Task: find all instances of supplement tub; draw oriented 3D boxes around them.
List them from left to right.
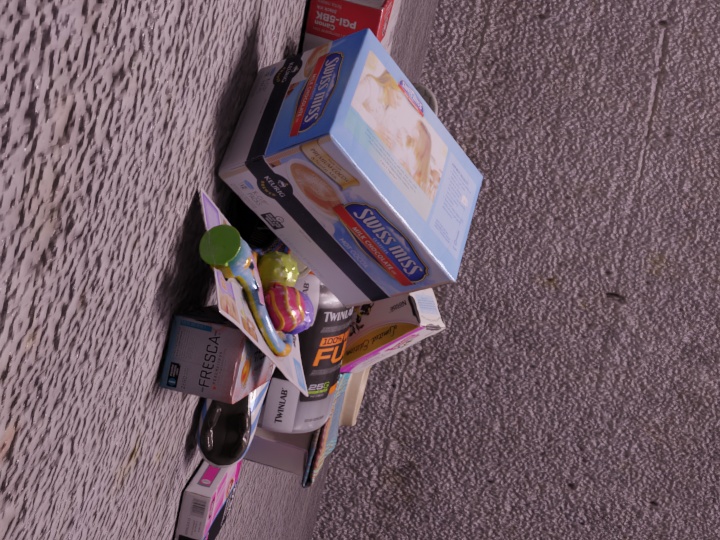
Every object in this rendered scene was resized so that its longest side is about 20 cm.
[{"bbox_3d":[-0.073,0.063,1.381,0.123,0.121,0.203,-63,167,-70],"label":"supplement tub"}]

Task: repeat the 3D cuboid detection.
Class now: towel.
[{"bbox_3d":[-0.035,0.175,1.558,0.200,0.021,0.149,-49,154,-83],"label":"towel"}]

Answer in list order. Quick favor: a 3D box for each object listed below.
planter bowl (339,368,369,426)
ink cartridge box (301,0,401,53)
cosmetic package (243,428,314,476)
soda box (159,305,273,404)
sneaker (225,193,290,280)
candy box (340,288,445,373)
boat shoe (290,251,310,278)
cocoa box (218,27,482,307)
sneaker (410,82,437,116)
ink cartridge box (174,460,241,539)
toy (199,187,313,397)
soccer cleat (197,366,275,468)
[{"bbox_3d":[-0.056,0.143,1.770,0.200,0.133,0.203,15,90,-85],"label":"planter bowl"},{"bbox_3d":[-0.018,-0.223,1.403,0.147,0.082,0.202,-67,170,-61],"label":"ink cartridge box"},{"bbox_3d":[-0.088,0.141,1.574,0.071,0.104,0.202,99,9,-55],"label":"cosmetic package"},{"bbox_3d":[-0.121,0.071,1.142,0.200,0.067,0.065,-6,109,-85],"label":"soda box"},{"bbox_3d":[-0.080,-0.076,1.185,0.079,0.074,0.203,74,29,-75],"label":"sneaker"},{"bbox_3d":[0.000,0.000,1.453,0.061,0.135,0.202,6,60,-56],"label":"candy box"},{"bbox_3d":[-0.071,-0.094,1.280,0.066,0.073,0.203,-170,-101,-69],"label":"boat shoe"},{"bbox_3d":[-0.003,-0.086,1.127,0.200,0.130,0.135,47,46,-34],"label":"cocoa box"},{"bbox_3d":[0.019,-0.092,1.357,0.204,0.076,0.146,-58,178,-4],"label":"sneaker"},{"bbox_3d":[-0.163,0.247,1.407,0.200,0.037,0.096,-68,172,-72],"label":"ink cartridge box"},{"bbox_3d":[-0.074,0.018,1.077,0.200,0.047,0.117,49,25,-58],"label":"toy"},{"bbox_3d":[-0.123,0.102,1.303,0.086,0.069,0.203,157,-48,-80],"label":"soccer cleat"}]
